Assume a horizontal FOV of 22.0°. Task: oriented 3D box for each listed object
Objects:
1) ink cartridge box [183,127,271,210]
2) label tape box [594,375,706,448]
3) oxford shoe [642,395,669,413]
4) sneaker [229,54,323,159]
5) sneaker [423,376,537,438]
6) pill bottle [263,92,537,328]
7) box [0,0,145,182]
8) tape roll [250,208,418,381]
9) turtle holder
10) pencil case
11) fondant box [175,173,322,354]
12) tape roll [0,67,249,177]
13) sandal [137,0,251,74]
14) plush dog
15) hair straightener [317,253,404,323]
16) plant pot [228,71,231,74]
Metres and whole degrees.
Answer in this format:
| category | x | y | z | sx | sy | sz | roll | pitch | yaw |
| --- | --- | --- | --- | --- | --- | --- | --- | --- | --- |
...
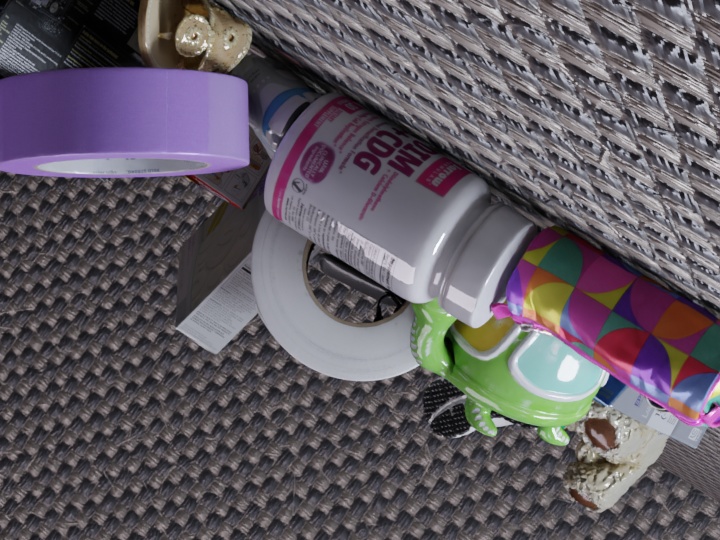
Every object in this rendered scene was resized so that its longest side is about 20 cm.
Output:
| category | x | y | z | sx | sy | sz | roll | pitch | yaw |
| --- | --- | --- | --- | --- | --- | --- | --- | --- | --- |
| ink cartridge box | -0.202 | -0.162 | 1.826 | 0.199 | 0.084 | 0.175 | 35 | 177 | -36 |
| label tape box | 0.241 | 0.095 | 1.817 | 0.199 | 0.067 | 0.143 | 29 | -179 | -44 |
| oxford shoe | 0.247 | 0.075 | 1.521 | 0.070 | 0.074 | 0.200 | 33 | 177 | -3 |
| sneaker | -0.069 | -0.141 | 1.565 | 0.087 | 0.075 | 0.200 | 45 | 175 | 7 |
| sneaker | 0.148 | 0.110 | 1.740 | 0.080 | 0.075 | 0.199 | -11 | 180 | -41 |
| pill bottle | 0.032 | -0.046 | 1.464 | 0.199 | 0.114 | 0.113 | 32 | 177 | 16 |
| box | -0.252 | -0.196 | 1.553 | 0.086 | 0.165 | 0.200 | 30 | 177 | 38 |
| tape roll | 0.000 | 0.000 | 1.699 | 0.202 | 0.204 | 0.139 | 32 | 176 | 0 |
| turtle holder | 0.129 | 0.049 | 1.570 | 0.184 | 0.132 | 0.141 | 26 | -153 | -2 |
| pencil case | 0.202 | 0.044 | 1.410 | 0.199 | 0.089 | 0.088 | 29 | 176 | 28 |
| fondant box | -0.105 | -0.032 | 1.879 | 0.058 | 0.200 | 0.145 | 35 | -154 | -25 |
| tape roll | -0.186 | -0.113 | 1.442 | 0.198 | 0.066 | 0.200 | -1 | 177 | 0 |
| sandal | -0.117 | -0.186 | 1.458 | 0.069 | 0.079 | 0.212 | 0 | 180 | 7 |
| plush dog | 0.279 | 0.152 | 2.149 | 0.172 | 0.160 | 0.201 | 46 | 156 | 28 |
| hair straightener | 0.039 | 0.042 | 1.799 | 0.199 | 0.077 | 0.041 | 36 | 156 | 5 |
| plant pot | -0.109 | -0.170 | 1.769 | 0.199 | 0.028 | 0.200 | 34 | 177 | 2 |
